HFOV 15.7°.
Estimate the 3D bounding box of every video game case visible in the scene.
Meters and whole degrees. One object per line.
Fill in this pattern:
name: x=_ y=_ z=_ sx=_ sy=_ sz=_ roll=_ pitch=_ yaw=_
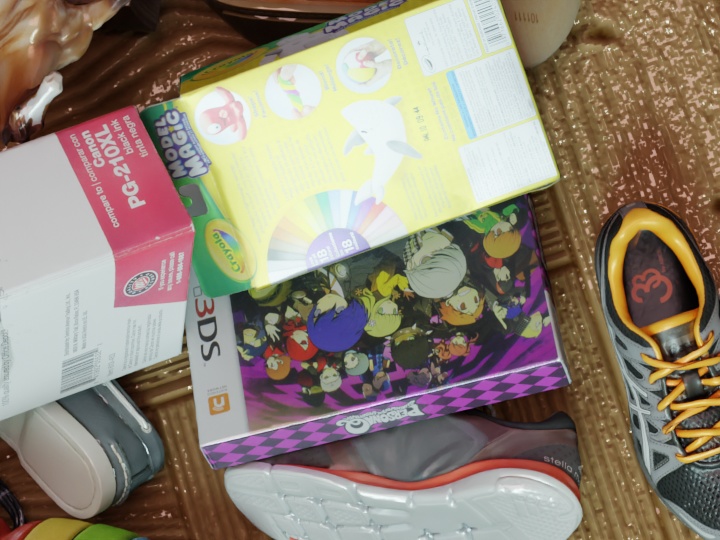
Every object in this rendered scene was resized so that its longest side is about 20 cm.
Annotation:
video game case: x=0.000 y=0.000 z=1.412 sx=0.199 sy=0.036 sz=0.182 roll=-13 pitch=60 yaw=7

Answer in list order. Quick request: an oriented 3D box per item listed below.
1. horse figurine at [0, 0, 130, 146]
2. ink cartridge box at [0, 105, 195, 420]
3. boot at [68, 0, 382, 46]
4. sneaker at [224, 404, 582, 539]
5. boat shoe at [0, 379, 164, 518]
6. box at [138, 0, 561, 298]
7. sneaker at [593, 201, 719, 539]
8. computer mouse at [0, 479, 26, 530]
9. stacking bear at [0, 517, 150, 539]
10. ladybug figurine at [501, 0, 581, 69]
horse figurine: x=-0.179 y=-0.159 z=1.390 sx=0.133 sy=0.050 sz=0.200 roll=-53 pitch=49 yaw=10
ink cartridge box: x=-0.194 y=0.013 z=1.346 sx=0.199 sy=0.145 sz=0.085 roll=-20 pitch=66 yaw=-17
boot: x=-0.063 y=-0.207 z=1.475 sx=0.199 sy=0.077 sz=0.156 roll=6 pitch=77 yaw=18
sneaker: x=0.027 y=0.106 z=1.408 sx=0.199 sy=0.077 sz=0.082 roll=1 pitch=48 yaw=16
boat shoe: x=-0.184 y=0.051 z=1.457 sx=0.062 sy=0.073 sz=0.200 roll=-23 pitch=63 yaw=-40
box: x=-0.008 y=-0.069 z=1.366 sx=0.199 sy=0.048 sz=0.118 roll=-20 pitch=108 yaw=2
sneaker: x=0.170 y=0.055 z=1.378 sx=0.078 sy=0.077 sz=0.201 roll=-23 pitch=78 yaw=3
computer mouse: x=-0.279 y=0.115 z=1.464 sx=0.199 sy=0.034 sz=0.059 roll=15 pitch=82 yaw=11
stacking bear: x=-0.161 y=0.181 z=1.393 sx=0.199 sy=0.114 sz=0.122 roll=20 pitch=82 yaw=14
ladybug figurine: x=0.054 y=-0.199 z=1.432 sx=0.135 sy=0.072 sz=0.201 roll=2 pitch=74 yaw=-35
